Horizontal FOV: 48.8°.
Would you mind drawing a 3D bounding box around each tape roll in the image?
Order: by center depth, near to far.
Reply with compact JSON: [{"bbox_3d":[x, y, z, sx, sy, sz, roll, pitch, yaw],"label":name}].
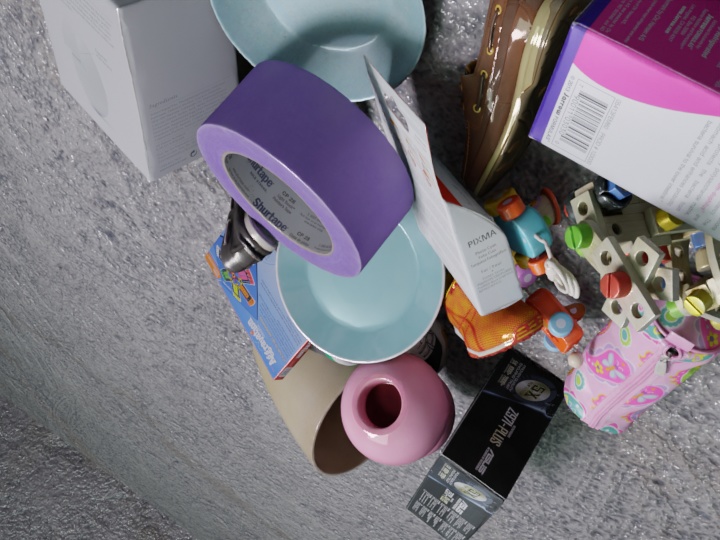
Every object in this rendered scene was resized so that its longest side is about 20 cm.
[{"bbox_3d":[-0.052,-0.091,0.745,0.199,0.085,0.200,36,162,13],"label":"tape roll"}]

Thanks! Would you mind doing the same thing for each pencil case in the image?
[{"bbox_3d":[0.261,0.082,0.738,0.087,0.088,0.201,35,149,10],"label":"pencil case"}]

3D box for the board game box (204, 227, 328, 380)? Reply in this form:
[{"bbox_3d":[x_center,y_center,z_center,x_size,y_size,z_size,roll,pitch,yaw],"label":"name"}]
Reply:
[{"bbox_3d":[-0.118,0.022,0.969,0.103,0.019,0.201,-47,60,24],"label":"board game box"}]

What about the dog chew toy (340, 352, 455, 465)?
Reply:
[{"bbox_3d":[0.057,0.166,0.933,0.123,0.126,0.200,23,176,26],"label":"dog chew toy"}]

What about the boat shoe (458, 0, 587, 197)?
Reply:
[{"bbox_3d":[0.115,-0.146,0.638,0.067,0.072,0.201,36,143,19],"label":"boat shoe"}]

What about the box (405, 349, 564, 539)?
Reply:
[{"bbox_3d":[0.148,0.217,0.951,0.086,0.164,0.201,33,147,12],"label":"box"}]

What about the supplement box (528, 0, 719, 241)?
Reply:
[{"bbox_3d":[0.232,-0.103,0.527,0.199,0.103,0.102,34,147,15],"label":"supplement box"}]

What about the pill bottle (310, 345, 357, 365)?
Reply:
[{"bbox_3d":[-0.069,0.037,1.013,0.198,0.113,0.114,20,143,39],"label":"pill bottle"}]

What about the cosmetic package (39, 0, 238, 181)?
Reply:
[{"bbox_3d":[-0.224,-0.241,0.793,0.199,0.122,0.201,44,151,27],"label":"cosmetic package"}]

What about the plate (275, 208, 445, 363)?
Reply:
[{"bbox_3d":[0.000,0.000,0.865,0.197,0.026,0.203,4,100,22],"label":"plate"}]

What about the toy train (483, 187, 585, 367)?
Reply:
[{"bbox_3d":[0.173,-0.002,0.724,0.151,0.055,0.200,53,174,24],"label":"toy train"}]

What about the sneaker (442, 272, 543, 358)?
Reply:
[{"bbox_3d":[0.118,0.036,0.785,0.078,0.072,0.200,66,171,-10],"label":"sneaker"}]

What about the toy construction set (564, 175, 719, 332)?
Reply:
[{"bbox_3d":[0.222,-0.011,0.590,0.092,0.198,0.133,-26,73,45],"label":"toy construction set"}]

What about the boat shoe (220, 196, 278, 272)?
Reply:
[{"bbox_3d":[-0.129,-0.058,0.909,0.067,0.057,0.200,48,-168,-21],"label":"boat shoe"}]

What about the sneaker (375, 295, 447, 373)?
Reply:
[{"bbox_3d":[0.052,0.076,0.957,0.075,0.088,0.201,18,143,30],"label":"sneaker"}]

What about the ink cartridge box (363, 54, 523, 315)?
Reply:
[{"bbox_3d":[0.071,-0.082,0.695,0.161,0.047,0.201,-118,5,-53],"label":"ink cartridge box"}]

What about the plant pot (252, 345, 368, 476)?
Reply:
[{"bbox_3d":[-0.056,0.145,1.097,0.199,0.187,0.189,36,151,36],"label":"plant pot"}]

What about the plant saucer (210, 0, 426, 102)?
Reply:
[{"bbox_3d":[-0.035,-0.235,0.688,0.198,0.039,0.202,14,145,10],"label":"plant saucer"}]

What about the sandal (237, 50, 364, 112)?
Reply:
[{"bbox_3d":[-0.087,-0.179,0.825,0.199,0.057,0.080,22,144,29],"label":"sandal"}]
